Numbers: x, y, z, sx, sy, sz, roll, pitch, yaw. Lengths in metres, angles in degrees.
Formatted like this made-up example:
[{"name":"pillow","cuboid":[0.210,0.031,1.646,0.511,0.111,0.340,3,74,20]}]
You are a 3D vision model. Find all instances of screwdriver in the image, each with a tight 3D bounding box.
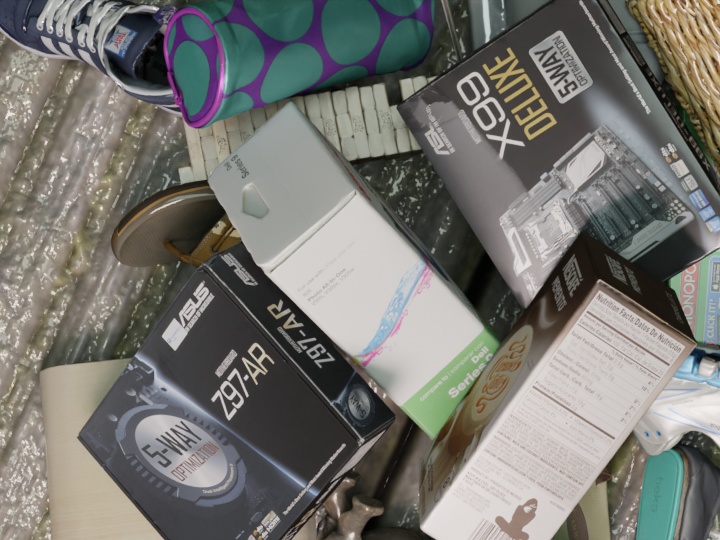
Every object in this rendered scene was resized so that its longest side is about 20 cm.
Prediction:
[{"name":"screwdriver","cuboid":[0.069,-0.163,1.376,0.028,0.029,0.201,-9,118,13]}]

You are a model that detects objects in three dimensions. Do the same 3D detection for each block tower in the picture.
[{"name":"block tower","cuboid":[-0.036,-0.100,1.410,0.199,0.054,0.058,-11,89,1]}]

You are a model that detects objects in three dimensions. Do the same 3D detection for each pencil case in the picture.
[{"name":"pencil case","cuboid":[-0.043,-0.162,1.342,0.199,0.092,0.086,-19,92,-34]}]

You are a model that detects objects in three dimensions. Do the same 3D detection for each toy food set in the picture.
[{"name":"toy food set","cuboid":[-0.136,0.136,1.413,0.198,0.060,0.145,-6,80,5]}]

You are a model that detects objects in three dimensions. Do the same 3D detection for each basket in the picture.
[{"name":"basket","cuboid":[0.306,-0.148,1.300,0.142,0.149,0.201,-35,100,-26]}]

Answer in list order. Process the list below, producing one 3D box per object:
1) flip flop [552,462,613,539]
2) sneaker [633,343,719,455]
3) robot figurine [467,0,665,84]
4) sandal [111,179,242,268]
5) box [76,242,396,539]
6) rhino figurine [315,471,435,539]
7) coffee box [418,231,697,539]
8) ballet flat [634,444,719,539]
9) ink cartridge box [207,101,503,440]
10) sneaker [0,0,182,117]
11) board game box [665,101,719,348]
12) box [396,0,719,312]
[{"name":"flip flop","cuboid":[0.147,0.146,1.363,0.081,0.058,0.201,-25,118,-21]},{"name":"sneaker","cuboid":[0.198,0.083,1.375,0.199,0.075,0.087,20,104,27]},{"name":"robot figurine","cuboid":[0.160,-0.193,1.374,0.168,0.113,0.202,-7,90,12]},{"name":"sandal","cuboid":[-0.081,-0.022,1.397,0.198,0.082,0.055,-1,55,-5]},{"name":"box","cuboid":[-0.088,0.106,1.302,0.160,0.043,0.200,48,127,10]},{"name":"rhino figurine","cuboid":[0.056,0.220,1.403,0.199,0.060,0.088,21,110,1]},{"name":"coffee box","cuboid":[0.123,0.088,1.253,0.079,0.114,0.201,32,104,-9]},{"name":"ballet flat","cuboid":[0.222,0.227,1.398,0.073,0.073,0.201,16,85,2]},{"name":"ink cartridge box","cuboid":[0.000,0.000,1.319,0.087,0.145,0.200,-43,125,5]},{"name":"sneaker","cuboid":[-0.192,-0.175,1.387,0.199,0.109,0.070,27,90,2]},{"name":"board game box","cuboid":[0.294,-0.030,1.413,0.134,0.029,0.202,5,90,3]},{"name":"box","cuboid":[0.143,-0.072,1.310,0.157,0.050,0.201,-32,92,19]}]
